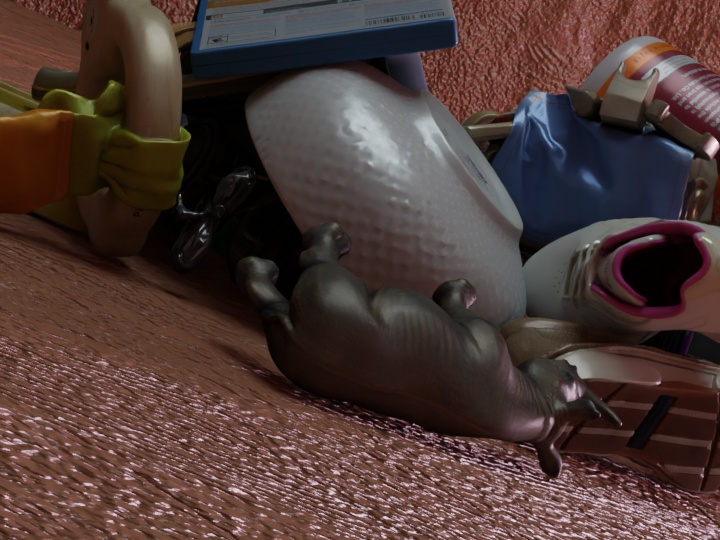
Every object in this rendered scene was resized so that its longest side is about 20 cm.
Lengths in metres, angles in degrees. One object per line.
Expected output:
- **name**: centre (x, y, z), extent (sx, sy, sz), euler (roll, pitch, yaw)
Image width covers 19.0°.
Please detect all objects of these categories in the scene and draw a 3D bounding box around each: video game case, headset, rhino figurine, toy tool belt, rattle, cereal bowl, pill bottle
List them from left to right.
- **rattle**: centre (-0.168, -0.108, 1.137), extent (0.142, 0.201, 0.131), euler (-7, -29, -10)
- **headset**: centre (-0.075, -0.022, 1.200), extent (0.123, 0.094, 0.200), euler (36, -11, 1)
- **video game case**: centre (-0.021, -0.151, 1.224), extent (0.142, 0.018, 0.200), euler (-7, 21, 2)
- **cereal bowl**: centre (0.028, -0.037, 1.167), extent (0.200, 0.083, 0.200), euler (50, 12, -15)
- **rhino figurine**: centre (0.039, 0.044, 1.006), extent (0.199, 0.060, 0.088), euler (21, 25, -23)
- **toy tool belt**: centre (0.153, -0.053, 1.239), extent (0.198, 0.126, 0.123), euler (9, -9, 26)
- **pill bottle**: centre (0.227, -0.052, 1.337), extent (0.199, 0.114, 0.113), euler (36, 11, 28)

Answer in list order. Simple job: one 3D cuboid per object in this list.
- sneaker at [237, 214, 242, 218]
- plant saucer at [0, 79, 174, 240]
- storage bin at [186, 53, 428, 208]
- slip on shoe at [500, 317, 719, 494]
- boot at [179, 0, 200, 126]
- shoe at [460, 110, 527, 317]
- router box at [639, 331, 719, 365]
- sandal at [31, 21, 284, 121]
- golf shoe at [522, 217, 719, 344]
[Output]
- **sneaker**: centre (-0.027, -0.032, 1.530), extent (0.198, 0.077, 0.091), euler (17, 12, 19)
- **plant saucer**: centre (-0.205, -0.078, 1.278), extent (0.199, 0.049, 0.200), euler (23, 5, 10)
- **storage bin**: centre (-0.026, -0.084, 1.374), extent (0.133, 0.147, 0.200), euler (-14, -2, 9)
- **slip on shoe**: centre (0.152, 0.069, 1.153), extent (0.199, 0.076, 0.061), euler (11, 33, -36)
- **boot**: centre (-0.132, -0.142, 1.562), extent (0.076, 0.169, 0.200), euler (25, 6, 29)
- **shoe**: centre (0.099, -0.020, 1.466), extent (0.053, 0.070, 0.201), euler (23, -40, 53)
- **router box**: centre (0.260, 0.087, 1.266), extent (0.199, 0.051, 0.149), euler (24, -20, -5)
- **sandal**: centre (-0.107, -0.120, 1.268), extent (0.198, 0.055, 0.080), euler (4, -2, 29)
- **golf shoe**: centre (0.144, 0.000, 1.139), extent (0.091, 0.076, 0.199), euler (16, -12, -38)
